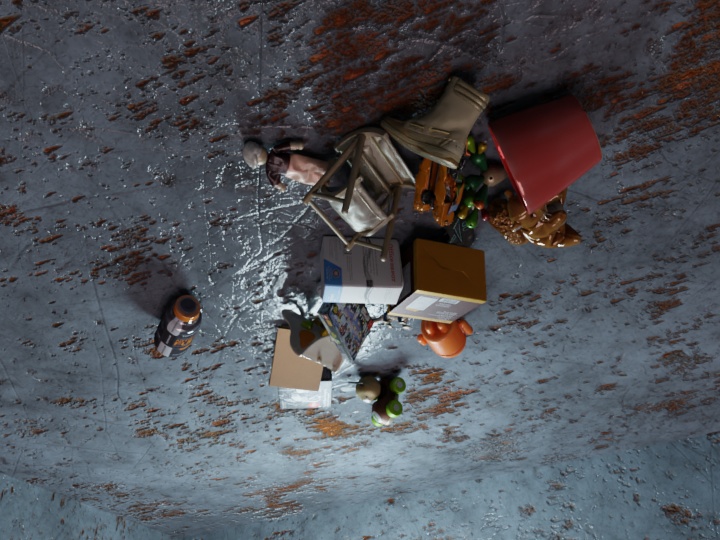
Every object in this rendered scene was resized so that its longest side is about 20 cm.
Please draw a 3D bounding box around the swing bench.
[{"bbox_3d":[0.011,-0.165,1.366,0.128,0.203,0.199,17,161,38],"label":"swing bench"}]

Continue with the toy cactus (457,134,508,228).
[{"bbox_3d":[0.262,-0.201,1.391,0.162,0.206,0.101,-20,-168,-31],"label":"toy cactus"}]

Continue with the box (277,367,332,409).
[{"bbox_3d":[-0.183,0.367,2.117,0.176,0.106,0.202,-1,143,-4],"label":"box"}]

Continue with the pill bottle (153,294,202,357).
[{"bbox_3d":[-0.503,0.150,1.781,0.104,0.109,0.201,13,141,-23],"label":"pill bottle"}]

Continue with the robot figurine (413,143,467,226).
[{"bbox_3d":[0.167,-0.207,1.336,0.057,0.144,0.205,-12,124,-36],"label":"robot figurine"}]

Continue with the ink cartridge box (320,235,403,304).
[{"bbox_3d":[0.000,0.000,1.603,0.194,0.148,0.085,3,146,-9],"label":"ink cartridge box"}]

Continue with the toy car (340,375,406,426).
[{"bbox_3d":[0.033,0.430,2.207,0.195,0.161,0.164,20,149,-14],"label":"toy car"}]

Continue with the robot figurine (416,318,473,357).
[{"bbox_3d":[0.248,0.187,1.916,0.144,0.116,0.201,-45,139,-5],"label":"robot figurine"}]

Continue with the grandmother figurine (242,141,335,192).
[{"bbox_3d":[-0.157,-0.224,1.361,0.195,0.061,0.124,15,113,-21],"label":"grandmother figurine"}]

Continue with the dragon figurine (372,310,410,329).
[{"bbox_3d":[0.103,0.110,1.840,0.195,0.102,0.059,-3,152,33],"label":"dragon figurine"}]

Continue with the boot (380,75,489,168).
[{"bbox_3d":[0.143,-0.305,1.254,0.072,0.198,0.158,21,99,-53],"label":"boot"}]

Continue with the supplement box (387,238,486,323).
[{"bbox_3d":[0.191,0.033,1.645,0.192,0.137,0.200,9,157,-18],"label":"supplement box"}]

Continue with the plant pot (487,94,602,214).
[{"bbox_3d":[0.374,-0.245,1.292,0.174,0.204,0.201,-26,140,14],"label":"plant pot"}]

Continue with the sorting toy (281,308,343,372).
[{"bbox_3d":[-0.141,0.176,1.813,0.108,0.179,0.199,-53,145,0],"label":"sorting toy"}]

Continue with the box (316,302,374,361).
[{"bbox_3d":[-0.037,0.129,1.751,0.039,0.139,0.202,6,141,33],"label":"box"}]

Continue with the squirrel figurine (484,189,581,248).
[{"bbox_3d":[0.377,-0.118,1.471,0.197,0.146,0.184,-15,168,43],"label":"squirrel figurine"}]

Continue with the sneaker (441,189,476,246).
[{"bbox_3d":[0.237,-0.123,1.526,0.077,0.077,0.202,-2,144,0],"label":"sneaker"}]

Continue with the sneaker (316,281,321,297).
[{"bbox_3d":[-0.061,0.099,1.794,0.071,0.072,0.200,-18,142,18],"label":"sneaker"}]

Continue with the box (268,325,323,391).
[{"bbox_3d":[-0.189,0.271,1.963,0.159,0.021,0.205,8,111,-10],"label":"box"}]
